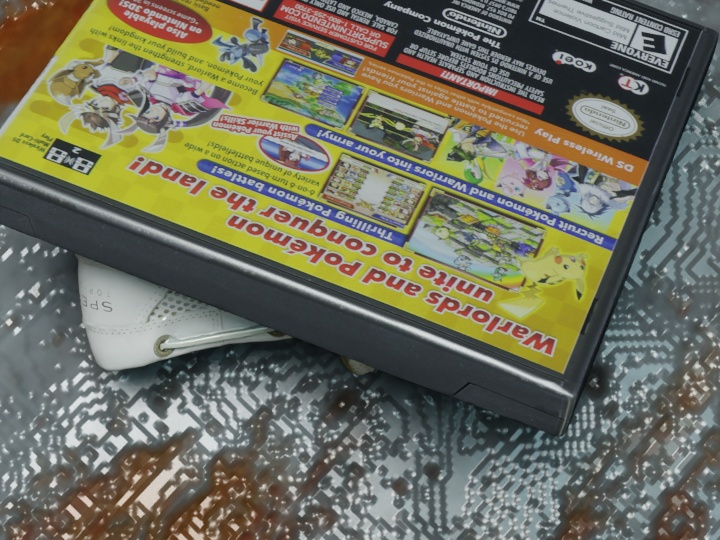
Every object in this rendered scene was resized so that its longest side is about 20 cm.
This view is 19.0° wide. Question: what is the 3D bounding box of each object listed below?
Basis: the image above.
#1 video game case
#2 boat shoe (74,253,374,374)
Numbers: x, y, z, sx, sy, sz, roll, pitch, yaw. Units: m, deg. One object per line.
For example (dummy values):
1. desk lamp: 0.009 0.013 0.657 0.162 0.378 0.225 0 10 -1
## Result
1. video game case: 0.001 -0.050 0.709 0.198 0.026 0.181 21 48 8
2. boat shoe: 0.000 0.000 0.741 0.198 0.071 0.070 -5 106 -13
